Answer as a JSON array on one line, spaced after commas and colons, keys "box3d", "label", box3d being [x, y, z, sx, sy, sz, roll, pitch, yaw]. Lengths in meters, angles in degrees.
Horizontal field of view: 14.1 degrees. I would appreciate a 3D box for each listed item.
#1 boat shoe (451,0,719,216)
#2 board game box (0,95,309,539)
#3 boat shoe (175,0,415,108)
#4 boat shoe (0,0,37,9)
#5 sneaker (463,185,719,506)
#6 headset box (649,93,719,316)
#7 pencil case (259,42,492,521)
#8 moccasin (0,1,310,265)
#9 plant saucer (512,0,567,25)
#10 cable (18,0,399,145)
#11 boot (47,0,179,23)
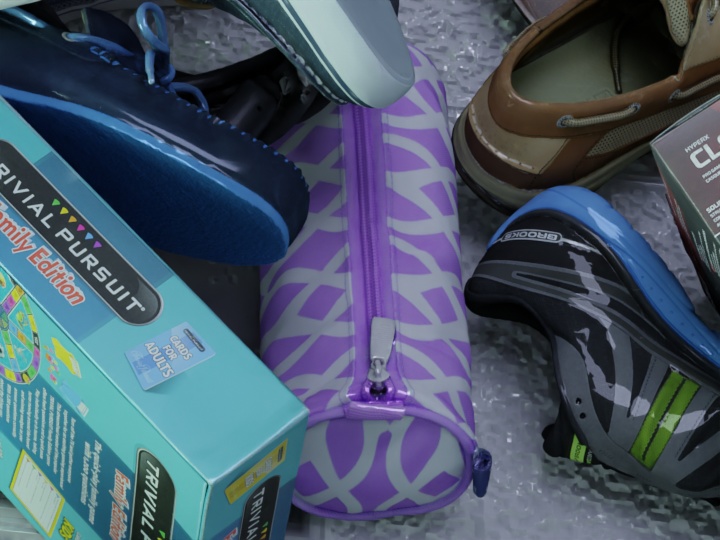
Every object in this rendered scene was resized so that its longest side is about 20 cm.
[{"box3d": [0.124, -0.094, 1.188, 0.200, 0.074, 0.076, -37, 70, -27], "label": "boat shoe"}, {"box3d": [-0.106, 0.032, 1.030, 0.047, 0.151, 0.200, -36, 68, -27], "label": "board game box"}, {"box3d": [-0.066, -0.121, 1.074, 0.201, 0.091, 0.071, 54, 16, 13], "label": "boat shoe"}, {"box3d": [-0.171, -0.143, 1.039, 0.199, 0.066, 0.072, 11, 71, 32], "label": "boat shoe"}, {"box3d": [0.115, 0.059, 1.125, 0.083, 0.071, 0.200, -39, 73, -5], "label": "sneaker"}, {"box3d": [0.189, 0.021, 1.100, 0.075, 0.149, 0.201, -32, 62, 0], "label": "headset box"}, {"box3d": [0.000, 0.000, 1.122, 0.083, 0.086, 0.201, -7, 52, 3], "label": "pencil case"}, {"box3d": [-0.103, -0.069, 1.057, 0.199, 0.081, 0.068, 26, 59, 13], "label": "moccasin"}, {"box3d": [0.149, -0.136, 1.291, 0.199, 0.032, 0.201, 6, 54, -8], "label": "plant saucer"}, {"box3d": [-0.079, -0.136, 1.127, 0.163, 0.051, 0.200, -44, 72, 5], "label": "cable"}, {"box3d": [-0.122, -0.150, 1.202, 0.199, 0.091, 0.073, -15, 58, -22], "label": "boot"}]
